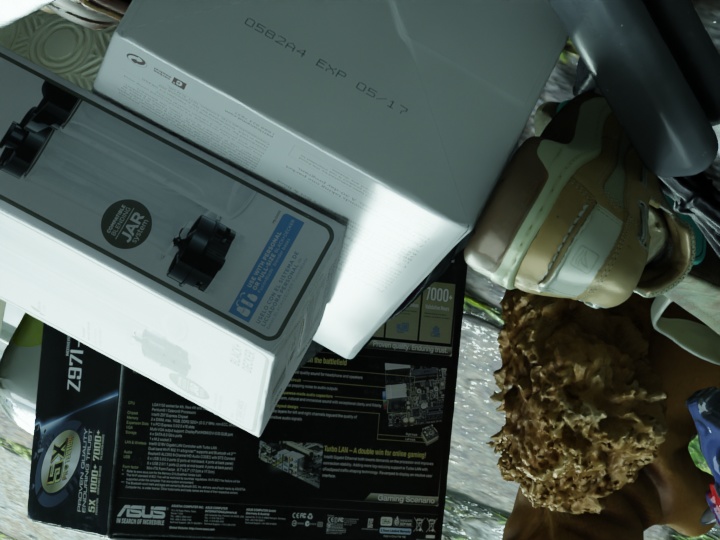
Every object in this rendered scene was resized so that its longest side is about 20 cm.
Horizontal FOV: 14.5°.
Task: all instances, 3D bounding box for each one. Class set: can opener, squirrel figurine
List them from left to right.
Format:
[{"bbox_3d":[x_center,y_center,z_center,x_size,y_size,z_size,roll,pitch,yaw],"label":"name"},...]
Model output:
[{"bbox_3d":[0.105,0.086,1.368,0.141,0.187,0.200,15,158,28],"label":"squirrel figurine"},{"bbox_3d":[0.098,-0.118,1.023,0.067,0.053,0.200,-4,135,36],"label":"can opener"}]

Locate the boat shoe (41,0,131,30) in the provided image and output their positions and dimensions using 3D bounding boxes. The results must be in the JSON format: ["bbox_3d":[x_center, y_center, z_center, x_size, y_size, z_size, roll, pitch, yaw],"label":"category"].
[{"bbox_3d":[-0.149,-0.169,1.225,0.070,0.071,0.200,19,169,40],"label":"boat shoe"}]

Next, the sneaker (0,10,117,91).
[{"bbox_3d":[-0.154,-0.108,1.383,0.199,0.075,0.085,25,161,35],"label":"sneaker"}]

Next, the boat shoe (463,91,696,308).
[{"bbox_3d":[0.093,-0.016,1.097,0.076,0.072,0.200,28,-162,6],"label":"boat shoe"}]

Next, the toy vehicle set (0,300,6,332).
[{"bbox_3d":[-0.202,-0.010,1.508,0.026,0.125,0.201,7,137,-10],"label":"toy vehicle set"}]

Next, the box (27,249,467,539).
[{"bbox_3d":[-0.055,0.053,1.413,0.199,0.165,0.086,6,179,-34],"label":"box"}]

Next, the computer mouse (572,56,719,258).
[{"bbox_3d":[0.155,-0.074,1.131,0.140,0.046,0.200,44,159,12],"label":"computer mouse"}]

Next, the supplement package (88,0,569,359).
[{"bbox_3d":[-0.015,-0.085,1.141,0.151,0.151,0.200,29,160,-4],"label":"supplement package"}]

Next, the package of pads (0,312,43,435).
[{"bbox_3d":[-0.090,0.053,1.579,0.199,0.155,0.068,27,162,0],"label":"package of pads"}]

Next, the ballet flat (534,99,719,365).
[{"bbox_3d":[0.140,-0.001,1.270,0.200,0.068,0.062,35,123,-23],"label":"ballet flat"}]

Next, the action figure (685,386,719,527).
[{"bbox_3d":[0.241,0.125,1.295,0.193,0.104,0.201,2,121,48],"label":"action figure"}]

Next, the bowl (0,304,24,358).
[{"bbox_3d":[-0.201,0.016,1.727,0.200,0.091,0.201,23,160,9],"label":"bowl"}]

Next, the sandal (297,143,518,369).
[{"bbox_3d":[0.000,0.001,1.307,0.075,0.200,0.048,38,-164,-37],"label":"sandal"}]

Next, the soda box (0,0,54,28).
[{"bbox_3d":[-0.087,-0.182,0.915,0.063,0.201,0.068,32,158,-21],"label":"soda box"}]

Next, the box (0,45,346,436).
[{"bbox_3d":[-0.110,-0.020,1.113,0.199,0.060,0.117,27,160,5],"label":"box"}]
